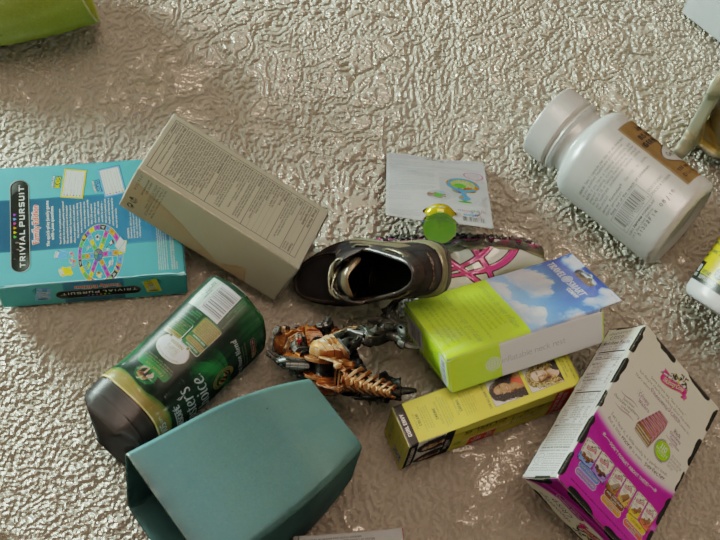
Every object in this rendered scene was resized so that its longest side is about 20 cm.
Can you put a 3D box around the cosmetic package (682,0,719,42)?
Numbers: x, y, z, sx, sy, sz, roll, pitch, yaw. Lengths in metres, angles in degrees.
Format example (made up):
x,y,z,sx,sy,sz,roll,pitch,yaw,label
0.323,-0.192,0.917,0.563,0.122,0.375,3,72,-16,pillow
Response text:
x,y,z,sx,sy,sz,roll,pitch,yaw,label
0.549,-0.348,1.686,0.200,0.123,0.199,-39,72,-24,cosmetic package

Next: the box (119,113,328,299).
x,y,z,sx,sy,sz,roll,pitch,yaw,label
-0.145,-0.067,1.456,0.199,0.078,0.095,33,51,-7,box

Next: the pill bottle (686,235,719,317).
x,y,z,sx,sy,sz,roll,pitch,yaw,label
0.451,-0.029,1.465,0.112,0.112,0.201,35,95,13,pill bottle

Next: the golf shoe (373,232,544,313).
x,y,z,sx,sy,sz,roll,pitch,yaw,label
0.107,0.004,1.494,0.199,0.073,0.093,-3,94,-13,golf shoe

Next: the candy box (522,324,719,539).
x,y,z,sx,sy,sz,roll,pitch,yaw,label
0.267,0.174,1.379,0.136,0.061,0.200,47,62,-19,candy box

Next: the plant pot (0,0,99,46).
x,y,z,sx,sy,sz,roll,pitch,yaw,label
-0.433,-0.333,1.568,0.199,0.187,0.188,-25,66,-1,plant pot

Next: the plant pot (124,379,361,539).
x,y,z,sx,sy,sz,roll,pitch,yaw,label
-0.106,0.205,1.319,0.199,0.142,0.141,-32,69,-23,plant pot

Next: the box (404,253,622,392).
x,y,z,sx,sy,sz,roll,pitch,yaw,label
0.160,0.051,1.423,0.199,0.048,0.122,-16,31,-13,box

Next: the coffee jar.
x,y,z,sx,sy,sz,roll,pitch,yaw,label
-0.190,0.105,1.382,0.085,0.104,0.200,38,66,18,coffee jar

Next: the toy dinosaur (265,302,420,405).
x,y,z,sx,sy,sz,roll,pitch,yaw,label
-0.018,0.099,1.383,0.135,0.103,0.200,-1,34,-29,toy dinosaur

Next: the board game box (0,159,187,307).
x,y,z,sx,sy,sz,roll,pitch,yaw,label
-0.294,-0.043,1.483,0.199,0.047,0.152,-4,62,-8,board game box

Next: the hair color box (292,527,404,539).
x,y,z,sx,sy,sz,roll,pitch,yaw,label
-0.004,0.353,1.290,0.110,0.064,0.201,-4,64,-8,hair color box

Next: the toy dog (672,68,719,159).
x,y,z,sx,sy,sz,roll,pitch,yaw,label
0.491,-0.152,1.584,0.199,0.140,0.194,34,37,13,toy dog

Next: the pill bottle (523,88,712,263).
x,y,z,sx,sy,sz,roll,pitch,yaw,label
0.288,-0.112,1.538,0.200,0.115,0.114,41,66,16,pill bottle

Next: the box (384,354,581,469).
x,y,z,sx,sy,sz,roll,pitch,yaw,label
0.126,0.142,1.410,0.199,0.075,0.050,-18,66,-16,box

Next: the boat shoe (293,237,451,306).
x,y,z,sx,sy,sz,roll,pitch,yaw,label
0.000,0.000,1.418,0.073,0.199,0.075,-4,85,-51,boat shoe

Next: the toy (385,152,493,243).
x,y,z,sx,sy,sz,roll,pitch,yaw,label
0.083,-0.076,1.507,0.114,0.048,0.200,7,21,-1,toy
